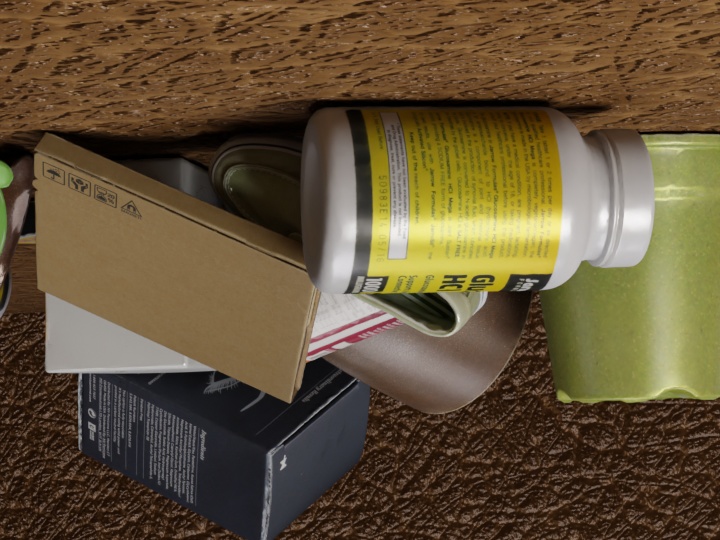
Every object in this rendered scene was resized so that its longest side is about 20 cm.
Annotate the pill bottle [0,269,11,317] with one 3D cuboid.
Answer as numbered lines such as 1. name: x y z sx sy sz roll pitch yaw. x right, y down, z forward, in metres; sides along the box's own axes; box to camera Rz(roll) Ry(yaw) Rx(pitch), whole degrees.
1. pill bottle: -0.416 0.007 1.689 0.112 0.112 0.200 -3 176 22

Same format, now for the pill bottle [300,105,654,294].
1. pill bottle: 0.069 -0.043 1.116 0.200 0.112 0.112 -1 176 -9

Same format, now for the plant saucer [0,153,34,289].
1. plant saucer: -0.280 0.007 1.275 0.037 0.200 0.200 21 175 -2

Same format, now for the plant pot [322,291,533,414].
1. plant pot: 0.000 0.000 1.453 0.200 0.187 0.187 18 166 -34

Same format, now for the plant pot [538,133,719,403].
1. plant pot: 0.205 0.004 1.353 0.200 0.184 0.200 -1 176 0

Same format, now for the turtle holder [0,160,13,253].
1. turtle holder: -0.291 -0.030 0.993 0.185 0.141 0.132 -10 -162 -33

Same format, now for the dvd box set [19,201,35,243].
1. dvd box set: -0.220 -0.041 1.650 0.200 0.029 0.146 1 176 -37

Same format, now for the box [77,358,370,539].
1. box: -0.114 0.118 1.551 0.200 0.104 0.148 25 -142 25

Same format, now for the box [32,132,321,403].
1. box: -0.124 0.002 1.224 0.200 0.021 0.164 24 146 7

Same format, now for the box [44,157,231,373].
1. box: -0.162 0.002 1.402 0.106 0.152 0.200 -2 176 7

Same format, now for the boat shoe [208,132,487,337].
1. boat shoe: -0.009 -0.025 1.186 0.200 0.072 0.062 27 -154 3

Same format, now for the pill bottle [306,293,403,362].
1. pill bottle: 0.011 -0.014 1.281 0.200 0.110 0.110 -23 169 20
